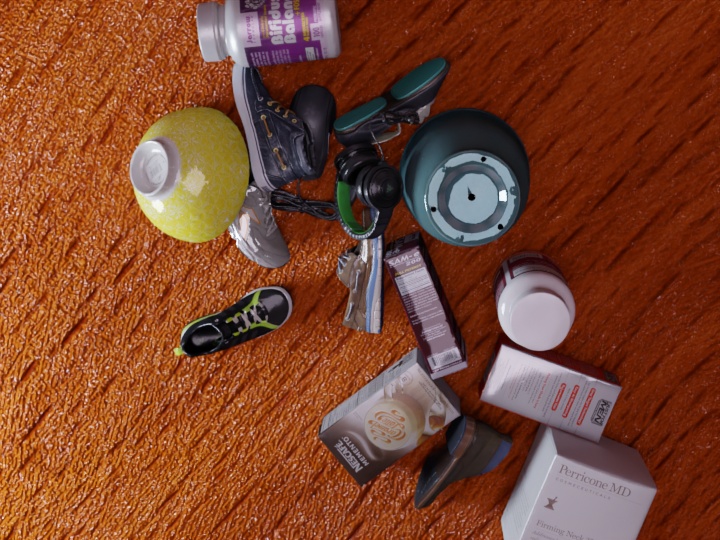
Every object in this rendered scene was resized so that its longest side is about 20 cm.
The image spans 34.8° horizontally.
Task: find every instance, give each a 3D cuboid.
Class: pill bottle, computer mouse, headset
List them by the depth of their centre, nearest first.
[{"bbox_3d":[-0.131,-0.352,1.649,0.198,0.112,0.113,-7,104,2],"label":"pill bottle"},{"bbox_3d":[0.024,-0.140,1.665,0.093,0.124,0.201,-8,130,-33],"label":"headset"},{"bbox_3d":[0.254,0.047,1.684,0.112,0.200,0.114,1,105,4],"label":"pill bottle"},{"bbox_3d":[-0.059,-0.169,1.728,0.139,0.046,0.202,18,104,0],"label":"computer mouse"}]

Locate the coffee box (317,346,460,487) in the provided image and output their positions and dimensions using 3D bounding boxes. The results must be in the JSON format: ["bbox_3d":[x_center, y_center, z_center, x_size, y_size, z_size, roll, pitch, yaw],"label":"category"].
[{"bbox_3d":[0.046,0.231,1.805,0.200,0.080,0.115,-38,100,11],"label":"coffee box"}]

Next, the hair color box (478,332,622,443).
[{"bbox_3d":[0.293,0.182,1.788,0.198,0.061,0.102,21,105,-1],"label":"hair color box"}]

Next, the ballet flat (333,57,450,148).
[{"bbox_3d":[0.055,-0.238,1.698,0.199,0.073,0.073,-31,100,5],"label":"ballet flat"}]

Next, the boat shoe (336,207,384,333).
[{"bbox_3d":[0.000,0.000,1.754,0.072,0.072,0.202,2,104,4],"label":"boat shoe"}]

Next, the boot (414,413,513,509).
[{"bbox_3d":[0.160,0.318,1.820,0.096,0.075,0.201,18,125,-16],"label":"boot"}]

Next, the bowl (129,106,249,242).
[{"bbox_3d":[-0.270,-0.144,1.668,0.199,0.107,0.202,-2,87,36],"label":"bowl"}]

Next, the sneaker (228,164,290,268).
[{"bbox_3d":[-0.160,-0.096,1.727,0.092,0.076,0.201,-31,102,29],"label":"sneaker"}]

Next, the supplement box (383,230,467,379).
[{"bbox_3d":[0.100,0.051,1.742,0.060,0.109,0.202,-20,101,9],"label":"supplement box"}]

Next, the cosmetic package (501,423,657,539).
[{"bbox_3d":[0.332,0.365,1.778,0.166,0.166,0.202,19,104,-1],"label":"cosmetic package"}]

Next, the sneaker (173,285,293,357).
[{"bbox_3d":[-0.195,0.091,1.783,0.199,0.083,0.072,-26,102,9],"label":"sneaker"}]

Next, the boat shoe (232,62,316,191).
[{"bbox_3d":[-0.123,-0.221,1.682,0.090,0.071,0.202,-17,81,17],"label":"boat shoe"}]

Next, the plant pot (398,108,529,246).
[{"bbox_3d":[0.156,-0.121,1.650,0.198,0.188,0.202,0,105,0],"label":"plant pot"}]
